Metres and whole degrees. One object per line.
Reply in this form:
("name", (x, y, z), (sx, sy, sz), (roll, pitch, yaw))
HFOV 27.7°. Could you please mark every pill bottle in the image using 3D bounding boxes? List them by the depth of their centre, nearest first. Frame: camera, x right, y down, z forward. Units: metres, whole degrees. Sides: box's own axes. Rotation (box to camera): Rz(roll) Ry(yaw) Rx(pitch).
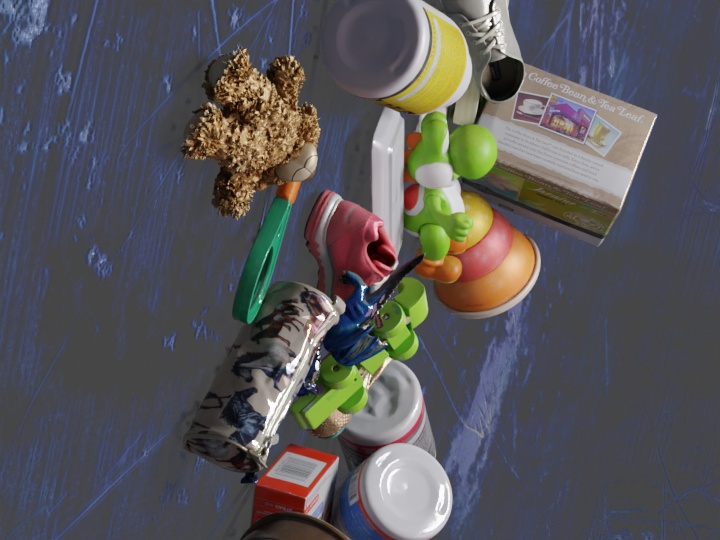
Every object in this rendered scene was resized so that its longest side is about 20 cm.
("pill bottle", (0.045, -0.216, 1.467), (0.200, 0.111, 0.112), (5, 101, -68))
("pill bottle", (0.013, 0.279, 1.644), (0.113, 0.112, 0.200), (-58, -174, -36))
("pill bottle", (0.031, 0.198, 1.720), (0.111, 0.110, 0.201), (-62, 155, -28))

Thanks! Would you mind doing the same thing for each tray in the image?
("tray", (0.031, -0.083, 1.613), (0.108, 0.022, 0.201), (-69, 162, -52))

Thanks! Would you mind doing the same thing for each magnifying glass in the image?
("magnifying glass", (-0.080, -0.047, 1.378), (0.080, 0.022, 0.201), (79, 31, -79))

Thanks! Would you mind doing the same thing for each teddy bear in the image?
("teddy bear", (-0.088, -0.119, 1.266), (0.146, 0.066, 0.200), (-63, 156, -20))

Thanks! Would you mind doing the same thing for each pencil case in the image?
("pencil case", (-0.088, 0.100, 1.390), (0.078, 0.089, 0.201), (74, 37, -53))

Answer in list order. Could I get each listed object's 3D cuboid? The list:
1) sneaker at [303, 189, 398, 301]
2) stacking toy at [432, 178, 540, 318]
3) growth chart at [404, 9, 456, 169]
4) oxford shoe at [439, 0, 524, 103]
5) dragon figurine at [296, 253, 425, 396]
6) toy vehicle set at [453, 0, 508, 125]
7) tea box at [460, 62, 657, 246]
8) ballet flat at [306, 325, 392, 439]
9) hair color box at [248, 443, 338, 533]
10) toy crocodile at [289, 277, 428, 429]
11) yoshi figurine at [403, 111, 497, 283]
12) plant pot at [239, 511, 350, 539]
("sneaker", (0.000, 0.000, 1.539), (0.074, 0.086, 0.201), (-62, 156, -27))
("stacking toy", (0.130, -0.051, 1.808), (0.147, 0.145, 0.200), (-61, 140, -30))
("growth chart", (0.094, -0.216, 1.717), (0.145, 0.018, 0.202), (-11, 115, -67))
("oxford shoe", (0.141, -0.275, 1.651), (0.058, 0.075, 0.201), (-109, 177, -60))
("dragon figurine", (-0.010, 0.059, 1.484), (0.059, 0.199, 0.100), (54, 16, -59))
("toy vehicle set", (0.151, -0.286, 1.752), (0.124, 0.026, 0.201), (-58, 159, -60))
("tea box", (0.241, -0.145, 1.818), (0.197, 0.199, 0.134), (82, 31, -77))
("ballet flat", (-0.007, 0.098, 1.626), (0.200, 0.070, 0.066), (-60, 141, -41))
("hair color box", (-0.078, 0.304, 1.576), (0.111, 0.063, 0.201), (-45, 146, -65))
("toy crocodile", (0.000, 0.087, 1.543), (0.200, 0.062, 0.068), (-46, 145, -10))
("yoshi figurine", (0.110, -0.089, 1.668), (0.112, 0.112, 0.201), (-27, 134, -28))
("plant pot", (-0.105, 0.365, 1.415), (0.198, 0.199, 0.202), (-23, 126, -54))
